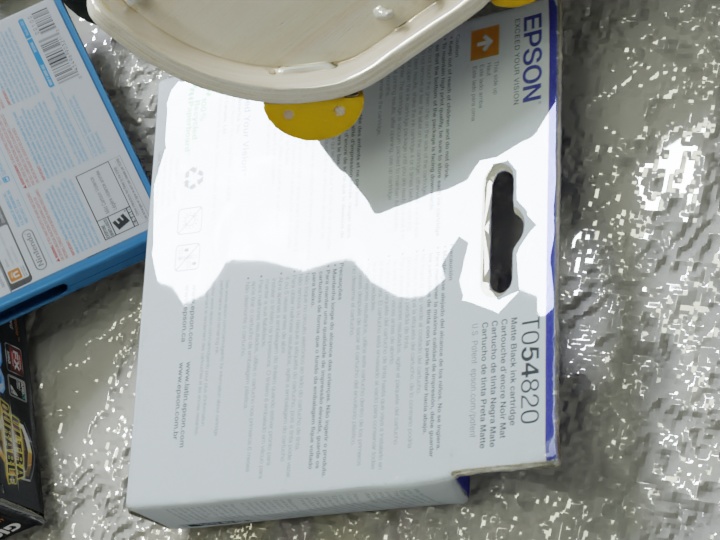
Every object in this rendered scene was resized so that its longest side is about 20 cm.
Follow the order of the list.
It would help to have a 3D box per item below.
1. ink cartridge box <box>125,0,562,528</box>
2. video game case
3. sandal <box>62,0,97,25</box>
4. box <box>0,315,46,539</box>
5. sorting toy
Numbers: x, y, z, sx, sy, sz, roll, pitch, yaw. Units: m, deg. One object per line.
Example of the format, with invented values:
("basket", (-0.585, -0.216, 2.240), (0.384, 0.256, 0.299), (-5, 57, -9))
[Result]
("ink cartridge box", (0.000, 0.000, 0.889), (0.199, 0.041, 0.201), (-8, 68, 29))
("video game case", (-0.201, -0.029, 0.977), (0.199, 0.018, 0.144), (-25, 63, -6))
("sandal", (-0.067, -0.187, 0.971), (0.201, 0.075, 0.048), (-54, 23, 20))
("box", (-0.245, 0.056, 1.017), (0.198, 0.050, 0.201), (-24, 60, 22))
("sorting toy", (0.005, -0.159, 0.895), (0.199, 0.107, 0.180), (-32, 22, 20))
